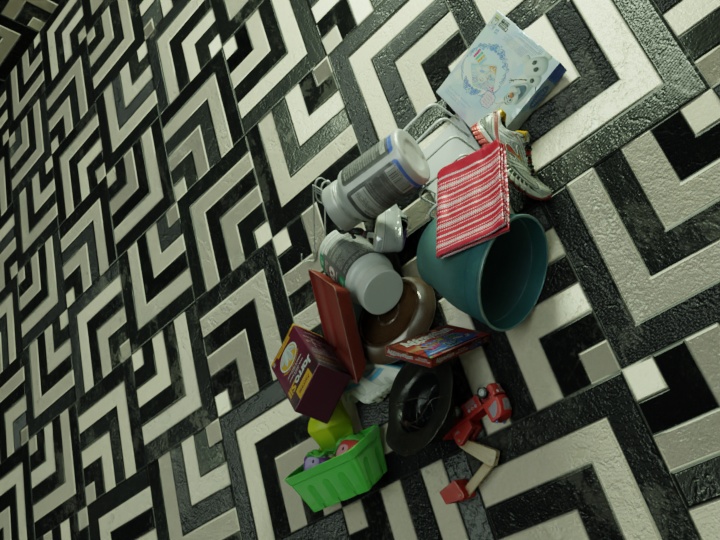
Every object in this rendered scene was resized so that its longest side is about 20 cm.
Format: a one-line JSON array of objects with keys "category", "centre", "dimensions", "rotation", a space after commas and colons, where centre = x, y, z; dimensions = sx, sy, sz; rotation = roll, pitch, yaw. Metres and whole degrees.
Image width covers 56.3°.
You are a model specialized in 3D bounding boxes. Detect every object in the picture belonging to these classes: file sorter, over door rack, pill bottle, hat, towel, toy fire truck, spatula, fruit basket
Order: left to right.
[{"category": "over door rack", "centre": [-0.080, -0.099, 1.527], "dimensions": [0.148, 0.065, 0.206], "rotation": [-137, 56, -70]}, {"category": "fruit basket", "centre": [-0.060, 0.359, 1.387], "dimensions": [0.210, 0.155, 0.222], "rotation": [7, 104, 28]}, {"category": "pill bottle", "centre": [0.000, 0.000, 1.392], "dimensions": [0.115, 0.111, 0.200], "rotation": [-61, 37, 11]}, {"category": "spatula", "centre": [0.029, -0.077, 1.489], "dimensions": [0.197, 0.020, 0.058], "rotation": [7, 79, 42]}, {"category": "pill bottle", "centre": [0.026, -0.167, 1.286], "dimensions": [0.198, 0.113, 0.116], "rotation": [-31, 61, 28]}, {"category": "hat", "centre": [0.129, 0.251, 1.234], "dimensions": [0.201, 0.080, 0.204], "rotation": [-45, 29, 33]}, {"category": "file sorter", "centre": [0.167, -0.207, 1.336], "dimensions": [0.138, 0.123, 0.203], "rotation": [-40, 57, 25]}, {"category": "towel", "centre": [0.189, -0.125, 1.160], "dimensions": [0.142, 0.022, 0.204], "rotation": [-24, 45, 33]}, {"category": "toy fire truck", "centre": [0.209, 0.317, 1.230], "dimensions": [0.200, 0.048, 0.143], "rotation": [-43, 57, 24]}]

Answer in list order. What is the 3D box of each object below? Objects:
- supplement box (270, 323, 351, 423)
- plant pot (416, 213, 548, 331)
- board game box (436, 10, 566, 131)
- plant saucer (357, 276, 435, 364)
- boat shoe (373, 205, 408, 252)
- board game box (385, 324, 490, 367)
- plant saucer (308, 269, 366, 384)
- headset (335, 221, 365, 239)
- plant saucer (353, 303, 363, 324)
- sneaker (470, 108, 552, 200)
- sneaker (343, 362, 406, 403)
[{"category": "supplement box", "centre": [-0.106, 0.210, 1.401], "dimensions": [0.112, 0.084, 0.200], "rotation": [-61, 28, 7]}, {"category": "plant pot", "centre": [0.207, -0.017, 1.220], "dimensions": [0.186, 0.197, 0.205], "rotation": [20, 93, 46]}, {"category": "board game box", "centre": [0.273, -0.374, 1.336], "dimensions": [0.200, 0.043, 0.202], "rotation": [-49, 54, 21]}, {"category": "plant saucer", "centre": [0.063, 0.092, 1.368], "dimensions": [0.198, 0.032, 0.204], "rotation": [-29, 40, 27]}, {"category": "boat shoe", "centre": [0.066, -0.099, 1.402], "dimensions": [0.201, 0.066, 0.074], "rotation": [-82, 3, -64]}, {"category": "board game box", "centre": [0.144, 0.134, 1.230], "dimensions": [0.101, 0.197, 0.020], "rotation": [7, 103, 40]}, {"category": "plant saucer", "centre": [-0.045, 0.105, 1.383], "dimensions": [0.199, 0.036, 0.206], "rotation": [-151, 47, -68]}, {"category": "headset", "centre": [0.007, -0.151, 1.431], "dimensions": [0.092, 0.125, 0.202], "rotation": [9, 50, 31]}, {"category": "plant saucer", "centre": [-0.002, 0.066, 1.486], "dimensions": [0.069, 0.019, 0.206], "rotation": [-4, 78, 39]}, {"category": "sneaker", "centre": [0.289, -0.213, 1.244], "dimensions": [0.082, 0.078, 0.202], "rotation": [-40, 78, 18]}, {"category": "sneaker", "centre": [0.040, 0.230, 1.382], "dimensions": [0.197, 0.075, 0.083], "rotation": [-13, 75, 46]}]
